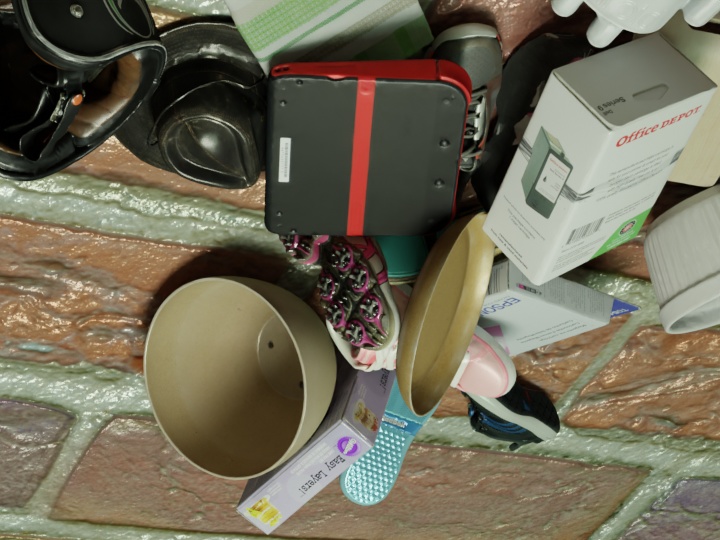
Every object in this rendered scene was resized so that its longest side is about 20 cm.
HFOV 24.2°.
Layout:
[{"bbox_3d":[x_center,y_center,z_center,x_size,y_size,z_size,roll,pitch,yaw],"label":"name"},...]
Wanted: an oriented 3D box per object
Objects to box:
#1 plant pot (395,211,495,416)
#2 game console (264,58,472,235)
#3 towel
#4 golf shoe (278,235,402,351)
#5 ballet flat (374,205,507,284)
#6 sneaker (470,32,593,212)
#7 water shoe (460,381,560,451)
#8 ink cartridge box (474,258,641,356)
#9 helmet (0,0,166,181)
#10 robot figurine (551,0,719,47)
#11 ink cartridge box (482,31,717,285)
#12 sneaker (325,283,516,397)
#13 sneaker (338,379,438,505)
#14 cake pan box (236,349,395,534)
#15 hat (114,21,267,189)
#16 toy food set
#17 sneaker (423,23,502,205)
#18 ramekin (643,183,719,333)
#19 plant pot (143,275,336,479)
[{"bbox_3d":[0.076,0.037,1.571,0.027,0.201,0.201,18,146,18],"label":"plant pot"},{"bbox_3d":[0.004,-0.105,1.478,0.175,0.031,0.201,1,137,-3],"label":"game console"},{"bbox_3d":[-0.030,-0.224,1.410,0.149,0.031,0.200,-30,143,0],"label":"towel"},{"bbox_3d":[0.000,0.000,1.581,0.092,0.200,0.073,11,124,-37],"label":"golf shoe"},{"bbox_3d":[0.070,-0.019,1.689,0.199,0.071,0.071,-13,142,-2],"label":"ballet flat"},{"bbox_3d":[0.172,-0.143,1.572,0.086,0.081,0.201,-16,148,-36],"label":"sneaker"},{"bbox_3d":[0.153,0.162,1.930,0.079,0.072,0.200,-31,139,24],"label":"water shoe"},{"bbox_3d":[0.159,0.054,1.769,0.199,0.044,0.196,20,153,-34],"label":"ink cartridge box"},{"bbox_3d":[-0.262,-0.186,1.272,0.200,0.191,0.200,-42,171,-8],"label":"helmet"},{"bbox_3d":[0.241,-0.275,1.377,0.169,0.113,0.200,37,127,-4],"label":"robot figurine"},{"bbox_3d":[0.212,-0.101,1.506,0.145,0.084,0.201,-23,150,-35],"label":"ink cartridge box"},{"bbox_3d":[0.052,0.082,1.685,0.105,0.200,0.076,-43,163,-43],"label":"sneaker"},{"bbox_3d":[0.025,0.154,1.887,0.079,0.131,0.201,29,92,-14],"label":"sneaker"},{"bbox_3d":[-0.040,0.160,1.782,0.052,0.200,0.184,41,121,-14],"label":"cake pan box"},{"bbox_3d":[-0.125,-0.122,1.481,0.199,0.081,0.201,-9,142,-8],"label":"hat"},{"bbox_3d":[0.294,-0.165,1.589,0.142,0.061,0.201,10,136,-10],"label":"toy food set"},{"bbox_3d":[0.096,-0.136,1.532,0.076,0.082,0.201,-5,142,-11],"label":"sneaker"},{"bbox_3d":[0.382,-0.023,1.700,0.199,0.106,0.200,-19,166,-5],"label":"ramekin"},{"bbox_3d":[-0.100,0.098,1.701,0.200,0.201,0.134,-41,165,31],"label":"plant pot"}]
